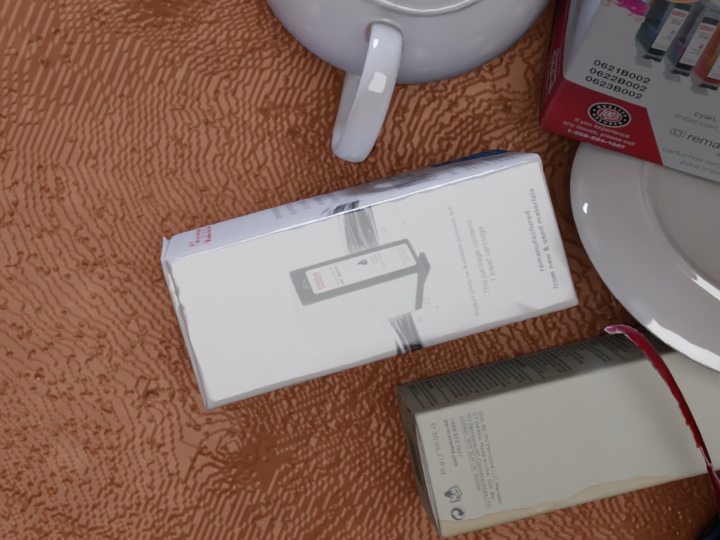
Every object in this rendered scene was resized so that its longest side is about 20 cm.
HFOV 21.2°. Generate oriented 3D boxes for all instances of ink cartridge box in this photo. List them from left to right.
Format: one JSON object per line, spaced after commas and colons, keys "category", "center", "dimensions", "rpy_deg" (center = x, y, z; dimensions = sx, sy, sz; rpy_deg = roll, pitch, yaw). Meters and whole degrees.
{"category": "ink cartridge box", "center": [0.000, 0.000, 1.028], "dimensions": [0.199, 0.146, 0.085], "rpy_deg": [-16, 96, -2]}
{"category": "ink cartridge box", "center": [0.195, -0.164, 0.986], "dimensions": [0.145, 0.200, 0.145], "rpy_deg": [17, 55, -4]}

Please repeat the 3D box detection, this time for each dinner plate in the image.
{"category": "dinner plate", "center": [0.209, -0.025, 1.042], "dimensions": [0.199, 0.024, 0.201], "rpy_deg": [11, 53, -14]}

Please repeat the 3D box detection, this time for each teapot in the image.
{"category": "teapot", "center": [0.028, -0.189, 1.019], "dimensions": [0.197, 0.146, 0.201], "rpy_deg": [-29, 96, -2]}

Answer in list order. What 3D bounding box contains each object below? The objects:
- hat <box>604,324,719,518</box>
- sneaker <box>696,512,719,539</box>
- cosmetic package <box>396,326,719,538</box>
{"category": "hat", "center": [0.217, 0.120, 1.028], "dimensions": [0.165, 0.200, 0.176], "rpy_deg": [-24, 64, -26]}
{"category": "sneaker", "center": [0.255, 0.135, 1.102], "dimensions": [0.077, 0.076, 0.201], "rpy_deg": [30, 93, -24]}
{"category": "cosmetic package", "center": [0.126, 0.081, 1.065], "dimensions": [0.199, 0.104, 0.074], "rpy_deg": [-12, 96, -3]}
